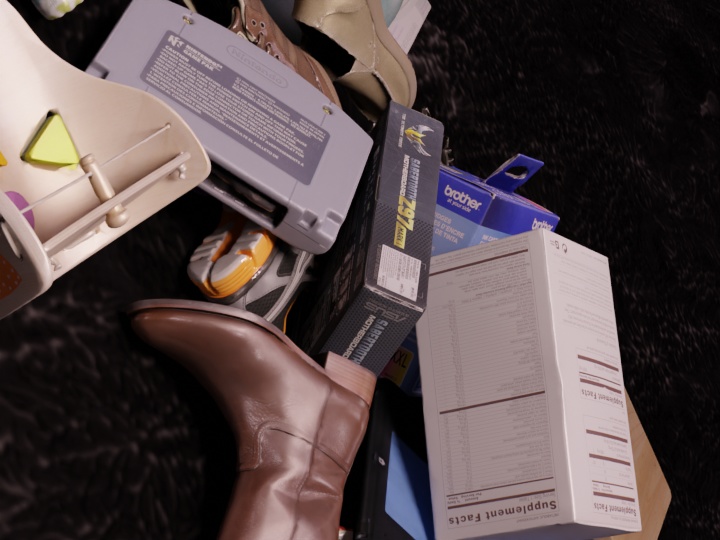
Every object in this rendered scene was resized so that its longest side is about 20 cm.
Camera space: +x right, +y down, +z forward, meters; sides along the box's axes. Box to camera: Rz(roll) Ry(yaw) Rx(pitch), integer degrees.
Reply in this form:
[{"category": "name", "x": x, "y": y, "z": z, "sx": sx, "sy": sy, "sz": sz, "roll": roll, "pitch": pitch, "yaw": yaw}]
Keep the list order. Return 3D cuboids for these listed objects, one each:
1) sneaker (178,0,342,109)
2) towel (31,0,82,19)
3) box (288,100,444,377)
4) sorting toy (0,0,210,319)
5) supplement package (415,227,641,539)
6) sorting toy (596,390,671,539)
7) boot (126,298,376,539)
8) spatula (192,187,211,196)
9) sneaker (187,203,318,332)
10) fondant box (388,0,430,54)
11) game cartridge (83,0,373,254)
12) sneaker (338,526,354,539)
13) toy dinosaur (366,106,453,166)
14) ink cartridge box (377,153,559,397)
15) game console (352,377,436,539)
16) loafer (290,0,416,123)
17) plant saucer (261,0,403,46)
[{"category": "sneaker", "x": -0.087, "y": -0.161, "z": 1.235, "sx": 0.201, "sy": 0.070, "sz": 0.076, "roll": 54, "pitch": 19, "yaw": -6}, {"category": "towel", "x": -0.204, "y": -0.280, "z": 1.112, "sx": 0.172, "sy": 0.048, "sz": 0.200, "roll": 58, "pitch": 31, "yaw": -17}, {"category": "box", "x": 0.000, "y": 0.000, "z": 1.187, "sx": 0.051, "sy": 0.158, "sz": 0.201, "roll": 23, "pitch": 41, "yaw": -13}, {"category": "sorting toy", "x": -0.204, "y": -0.080, "z": 0.923, "sx": 0.181, "sy": 0.106, "sz": 0.200, "roll": 58, "pitch": 27, "yaw": -6}, {"category": "supplement package", "x": 0.115, "y": 0.088, "z": 1.159, "sx": 0.109, "sy": 0.113, "sz": 0.202, "roll": 18, "pitch": 63, "yaw": -55}, {"category": "sorting toy", "x": 0.209, "y": 0.179, "z": 1.560, "sx": 0.200, "sy": 0.069, "sz": 0.200, "roll": 65, "pitch": 25, "yaw": -9}, {"category": "boot", "x": -0.082, "y": 0.133, "z": 1.036, "sx": 0.185, "sy": 0.064, "sz": 0.201, "roll": 21, "pitch": 67, "yaw": -19}, {"category": "spatula", "x": -0.131, "y": -0.149, "z": 1.189, "sx": 0.056, "sy": 0.021, "sz": 0.201, "roll": -8, "pitch": 73, "yaw": -43}, {"category": "sneaker", "x": -0.059, "y": -0.020, "z": 1.187, "sx": 0.078, "sy": 0.078, "sz": 0.200, "roll": 62, "pitch": 34, "yaw": -22}, {"category": "fondant box", "x": -0.020, "y": -0.280, "z": 1.471, "sx": 0.201, "sy": 0.058, "sz": 0.145, "roll": 57, "pitch": 28, "yaw": -21}, {"category": "game cartridge", "x": -0.089, "y": -0.106, "z": 1.136, "sx": 0.199, "sy": 0.042, "sz": 0.134, "roll": 32, "pitch": 35, "yaw": -10}, {"category": "sneaker", "x": 0.010, "y": 0.241, "z": 1.146, "sx": 0.200, "sy": 0.073, "sz": 0.078, "roll": 36, "pitch": 60, "yaw": -41}, {"category": "toy dinosaur", "x": 0.038, "y": -0.058, "z": 1.413, "sx": 0.200, "sy": 0.101, "sz": 0.136, "roll": -104, "pitch": 175, "yaw": -58}, {"category": "ink cartridge box", "x": 0.077, "y": -0.004, "z": 1.301, "sx": 0.136, "sy": 0.076, "sz": 0.201, "roll": 10, "pitch": 104, "yaw": -61}, {"category": "game console", "x": 0.061, "y": 0.187, "z": 1.163, "sx": 0.177, "sy": 0.031, "sz": 0.201, "roll": 49, "pitch": 23, "yaw": -23}, {"category": "loafer", "x": -0.013, "y": -0.175, "z": 1.318, "sx": 0.068, "sy": 0.075, "sz": 0.200, "roll": -50, "pitch": 147, "yaw": -14}, {"category": "plant saucer", "x": -0.025, "y": -0.278, "z": 1.369, "sx": 0.200, "sy": 0.039, "sz": 0.203, "roll": 1, "pitch": 88, "yaw": -36}]
